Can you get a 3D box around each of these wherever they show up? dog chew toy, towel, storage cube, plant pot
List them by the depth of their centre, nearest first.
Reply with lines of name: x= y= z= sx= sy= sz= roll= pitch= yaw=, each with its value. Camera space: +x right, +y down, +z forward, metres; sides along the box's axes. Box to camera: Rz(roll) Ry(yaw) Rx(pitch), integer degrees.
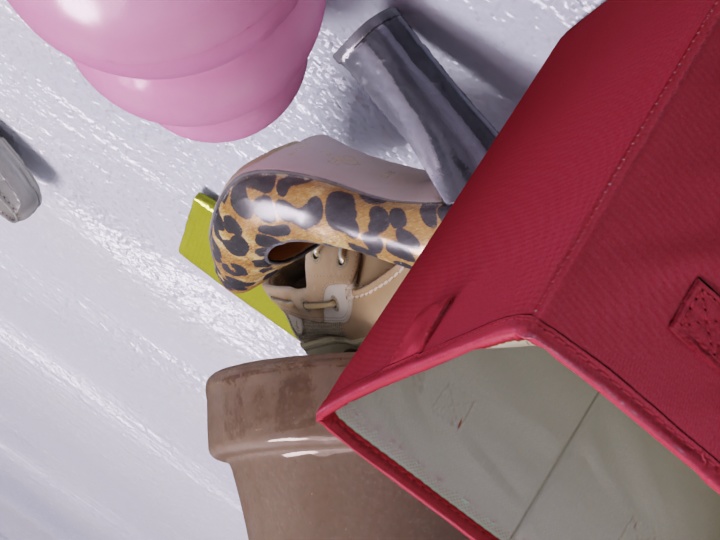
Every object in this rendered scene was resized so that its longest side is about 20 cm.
storage cube: x=0.119 y=0.013 z=0.516 sx=0.170 sy=0.181 sz=0.200 roll=37 pitch=160 yaw=-8
dog chew toy: x=-0.067 y=-0.112 z=0.616 sx=0.124 sy=0.125 sz=0.200 roll=28 pitch=166 yaw=16
plant pot: x=0.018 y=0.140 z=0.835 sx=0.198 sy=0.177 sz=0.200 roll=0 pitch=168 yaw=0
towel: x=-0.021 y=0.025 z=0.977 sx=0.199 sy=0.018 sz=0.086 roll=35 pitch=153 yaw=2

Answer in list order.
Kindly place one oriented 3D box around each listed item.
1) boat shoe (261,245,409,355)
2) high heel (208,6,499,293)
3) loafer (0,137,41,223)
boat shoe: x=0.000 y=0.000 z=0.810 sx=0.065 sy=0.071 sz=0.200 roll=44 pitch=153 yaw=-6
high heel: x=0.008 y=-0.001 z=0.711 sx=0.143 sy=0.071 sz=0.200 roll=51 pitch=140 yaw=8
loafer: x=-0.297 y=-0.092 z=1.054 sx=0.199 sy=0.070 sz=0.070 roll=38 pitch=158 yaw=-9
